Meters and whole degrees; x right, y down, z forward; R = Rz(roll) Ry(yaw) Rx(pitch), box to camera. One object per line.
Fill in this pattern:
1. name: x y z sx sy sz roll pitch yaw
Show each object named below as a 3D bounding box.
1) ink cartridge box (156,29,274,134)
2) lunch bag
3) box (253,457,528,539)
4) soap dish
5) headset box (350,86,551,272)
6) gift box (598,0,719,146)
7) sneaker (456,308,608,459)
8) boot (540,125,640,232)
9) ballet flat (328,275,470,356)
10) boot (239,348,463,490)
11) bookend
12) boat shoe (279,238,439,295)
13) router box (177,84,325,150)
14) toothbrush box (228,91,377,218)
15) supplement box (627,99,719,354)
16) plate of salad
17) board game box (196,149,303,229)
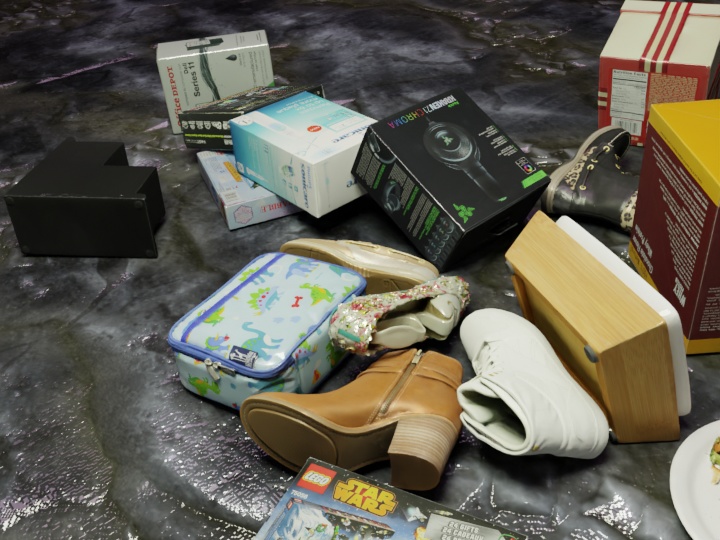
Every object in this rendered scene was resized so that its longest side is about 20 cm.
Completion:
1. ink cartridge box: -0.256 -0.340 1.353 0.198 0.148 0.083 -10 35 -6
2. lunch bag: -0.097 0.062 0.809 0.160 0.083 0.200 15 38 31
3. box: 0.014 0.234 0.578 0.199 0.040 0.137 13 40 25
4. soap dish: 0.222 0.055 0.721 0.081 0.158 0.200 -28 37 -4
5. headset box: 0.120 -0.117 0.972 0.173 0.093 0.200 -28 69 -31
6. gift box: 0.472 -0.305 1.186 0.183 0.201 0.187 17 55 23
7. sneaker: 0.129 0.096 0.703 0.115 0.074 0.200 8 25 -34
8. boot: 0.358 -0.123 1.024 0.150 0.074 0.200 25 48 38
9. ballet flat: 0.056 0.054 0.788 0.199 0.076 0.064 -13 30 -36
10. boot: 0.000 0.124 0.715 0.198 0.074 0.155 14 33 9
11. bookend: -0.364 -0.112 1.082 0.197 0.093 0.201 1 33 6
12. boat shoe: 0.000 0.000 0.899 0.198 0.074 0.069 17 34 18
13. router box: -0.173 -0.253 1.227 0.149 0.063 0.200 10 29 36
14. toothbrush box: -0.070 -0.171 1.064 0.146 0.086 0.200 -29 43 -30
15. supplement box: 0.393 -0.052 0.803 0.131 0.201 0.198 -4 34 2
16. plate of salad: 0.357 0.183 0.603 0.198 0.048 0.201 -3 34 2
17. board game box: -0.132 -0.148 1.149 0.198 0.041 0.200 -16 36 -15
